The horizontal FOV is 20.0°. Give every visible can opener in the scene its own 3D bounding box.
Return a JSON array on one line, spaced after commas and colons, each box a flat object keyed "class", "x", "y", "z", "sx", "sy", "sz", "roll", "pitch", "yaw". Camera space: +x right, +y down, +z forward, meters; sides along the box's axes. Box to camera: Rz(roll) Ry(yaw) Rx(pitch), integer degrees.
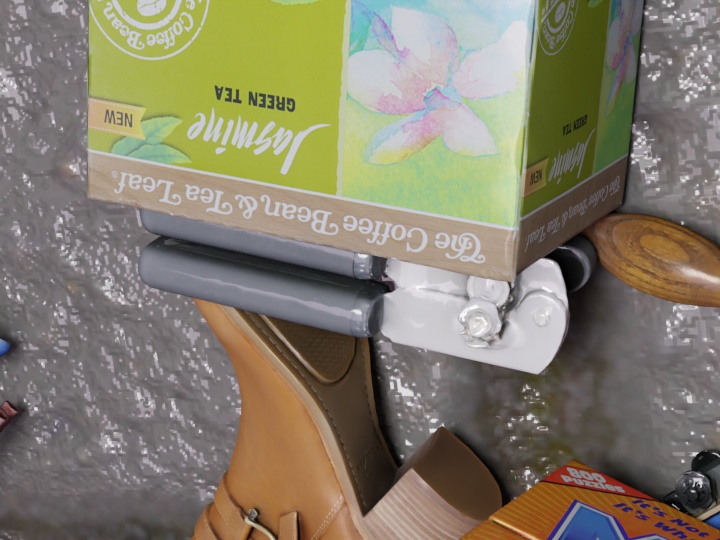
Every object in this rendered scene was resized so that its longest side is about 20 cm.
[{"class": "can opener", "x": 0.000, "y": 0.000, "z": 0.883, "sx": 0.199, "sy": 0.066, "sz": 0.053, "roll": 10, "pitch": 112, "yaw": 15}]

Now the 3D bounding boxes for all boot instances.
[{"class": "boot", "x": -0.042, "y": 0.091, "z": 0.969, "sx": 0.200, "sy": 0.077, "sz": 0.155, "roll": 44, "pitch": 124, "yaw": 1}]

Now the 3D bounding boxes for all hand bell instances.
[{"class": "hand bell", "x": 0.173, "y": 0.016, "z": 0.835, "sx": 0.199, "sy": 0.104, "sz": 0.105, "roll": 23, "pitch": 115, "yaw": 34}]

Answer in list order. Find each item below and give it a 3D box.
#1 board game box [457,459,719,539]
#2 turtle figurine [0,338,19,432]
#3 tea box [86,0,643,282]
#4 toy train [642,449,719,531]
[{"class": "board game box", "x": 0.105, "y": 0.226, "z": 0.798, "sx": 0.199, "sy": 0.200, "sz": 0.201, "roll": 25, "pitch": 109, "yaw": 20}, {"class": "turtle figurine", "x": -0.290, "y": 0.084, "z": 1.048, "sx": 0.144, "sy": 0.199, "sz": 0.195, "roll": 52, "pitch": 132, "yaw": 45}, {"class": "tea box", "x": 0.004, "y": -0.119, "z": 0.838, "sx": 0.199, "sy": 0.134, "sz": 0.198, "roll": 11, "pitch": 110, "yaw": 24}, {"class": "toy train", "x": 0.124, "y": 0.127, "z": 0.908, "sx": 0.200, "sy": 0.034, "sz": 0.046, "roll": -38, "pitch": 88, "yaw": 30}]
